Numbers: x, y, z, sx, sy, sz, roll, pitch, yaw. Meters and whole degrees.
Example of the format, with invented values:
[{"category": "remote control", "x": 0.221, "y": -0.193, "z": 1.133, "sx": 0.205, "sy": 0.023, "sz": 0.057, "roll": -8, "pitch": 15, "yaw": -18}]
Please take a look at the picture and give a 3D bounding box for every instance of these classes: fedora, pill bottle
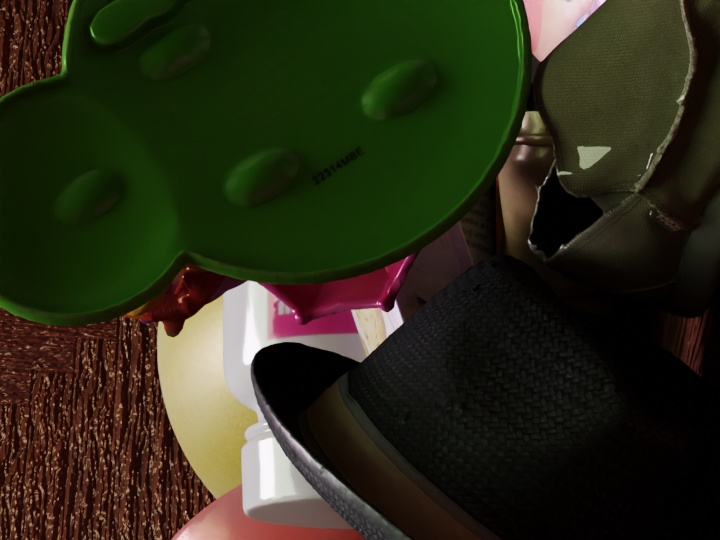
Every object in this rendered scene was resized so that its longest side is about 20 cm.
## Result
[{"category": "fedora", "x": 0.058, "y": 0.055, "z": 0.944, "sx": 0.092, "sy": 0.200, "sz": 0.201, "roll": -55, "pitch": 8, "yaw": 8}, {"category": "pill bottle", "x": 0.000, "y": 0.000, "z": 1.166, "sx": 0.113, "sy": 0.113, "sz": 0.201, "roll": 103, "pitch": 167, "yaw": -77}]

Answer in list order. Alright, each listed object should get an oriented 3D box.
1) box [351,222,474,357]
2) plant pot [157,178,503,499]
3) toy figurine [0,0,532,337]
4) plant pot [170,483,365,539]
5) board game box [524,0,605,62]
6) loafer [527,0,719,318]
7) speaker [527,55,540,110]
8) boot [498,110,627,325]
[{"category": "box", "x": 0.044, "y": 0.080, "z": 1.068, "sx": 0.041, "sy": 0.039, "sz": 0.201, "roll": -41, "pitch": 64, "yaw": 61}, {"category": "plant pot", "x": 0.023, "y": 0.025, "z": 1.305, "sx": 0.142, "sy": 0.199, "sz": 0.201, "roll": 143, "pitch": 132, "yaw": -63}, {"category": "toy figurine", "x": -0.039, "y": -0.025, "z": 0.984, "sx": 0.150, "sy": 0.200, "sz": 0.184, "roll": 53, "pitch": 170, "yaw": 16}, {"category": "plant pot", "x": 0.013, "y": 0.204, "z": 1.241, "sx": 0.201, "sy": 0.199, "sz": 0.178, "roll": 95, "pitch": 165, "yaw": -47}, {"category": "board game box", "x": 0.084, "y": -0.149, "z": 0.931, "sx": 0.103, "sy": 0.019, "sz": 0.201, "roll": 52, "pitch": 145, "yaw": 37}, {"category": "loafer", "x": 0.089, "y": -0.048, "z": 0.891, "sx": 0.200, "sy": 0.069, "sz": 0.075, "roll": 96, "pitch": 176, "yaw": -55}, {"category": "speaker", "x": 0.030, "y": -0.154, "z": 1.110, "sx": 0.081, "sy": 0.081, "sz": 0.201, "roll": 105, "pitch": 151, "yaw": -79}, {"category": "boot", "x": 0.084, "y": 0.047, "z": 1.103, "sx": 0.175, "sy": 0.066, "sz": 0.201, "roll": 62, "pitch": -152, "yaw": -80}]
